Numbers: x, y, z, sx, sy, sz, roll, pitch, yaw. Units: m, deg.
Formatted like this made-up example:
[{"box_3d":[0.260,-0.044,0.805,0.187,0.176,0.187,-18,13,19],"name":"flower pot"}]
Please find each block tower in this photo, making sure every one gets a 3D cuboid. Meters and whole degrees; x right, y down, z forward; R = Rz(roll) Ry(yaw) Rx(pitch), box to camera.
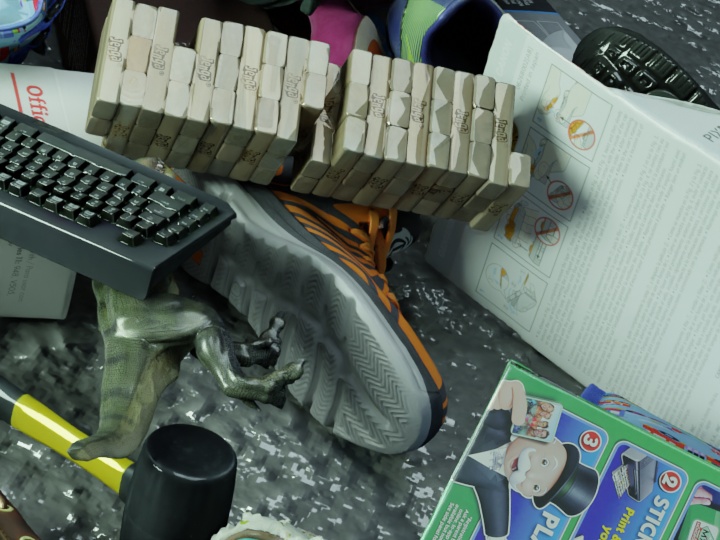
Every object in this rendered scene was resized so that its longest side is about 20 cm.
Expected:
[{"box_3d":[-0.023,-0.070,0.834,0.199,0.054,0.058,12,67,-14],"name":"block tower"}]

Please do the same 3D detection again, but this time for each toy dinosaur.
[{"box_3d":[-0.071,0.027,0.732,0.088,0.048,0.200,16,30,-14],"name":"toy dinosaur"}]

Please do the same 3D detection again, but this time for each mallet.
[{"box_3d":[-0.136,0.070,0.749,0.199,0.066,0.041,22,27,28],"name":"mallet"}]

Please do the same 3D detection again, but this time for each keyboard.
[{"box_3d":[-0.163,-0.037,0.743,0.199,0.021,0.127,22,36,19],"name":"keyboard"}]

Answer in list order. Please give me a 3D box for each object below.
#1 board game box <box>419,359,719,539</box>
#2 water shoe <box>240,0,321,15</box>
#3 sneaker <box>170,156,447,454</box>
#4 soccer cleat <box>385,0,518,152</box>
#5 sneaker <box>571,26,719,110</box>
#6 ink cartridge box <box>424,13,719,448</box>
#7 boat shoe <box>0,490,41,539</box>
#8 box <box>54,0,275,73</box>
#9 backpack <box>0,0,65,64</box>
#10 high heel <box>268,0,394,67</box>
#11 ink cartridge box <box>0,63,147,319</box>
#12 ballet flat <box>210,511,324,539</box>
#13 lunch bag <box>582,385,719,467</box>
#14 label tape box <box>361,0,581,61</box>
[{"box_3d":[0.066,0.151,0.627,0.134,0.201,0.029,27,-9,8],"name":"board game box"},{"box_3d":[-0.053,-0.180,0.942,0.071,0.079,0.200,31,2,-21],"name":"water shoe"},{"box_3d":[0.000,0.000,0.864,0.112,0.078,0.200,-14,48,-37],"name":"sneaker"},{"box_3d":[0.083,-0.063,0.928,0.200,0.065,0.084,52,-9,-19],"name":"soccer cleat"},{"box_3d":[0.188,-0.056,1.013,0.200,0.076,0.091,49,23,-10],"name":"sneaker"},{"box_3d":[0.134,-0.014,0.877,0.200,0.163,0.050,39,45,25],"name":"ink cartridge box"},{"box_3d":[-0.112,0.130,0.644,0.070,0.071,0.200,-24,54,-40],"name":"boat shoe"},{"box_3d":[-0.110,-0.135,0.986,0.100,0.075,0.201,-1,42,-19],"name":"box"},{"box_3d":[-0.234,-0.164,0.901,0.181,0.136,0.200,2,-5,-19],"name":"backpack"},{"box_3d":[-0.031,-0.113,0.960,0.096,0.068,0.200,-9,33,13],"name":"high heel"},{"box_3d":[-0.193,-0.040,0.828,0.199,0.068,0.117,3,40,-22],"name":"ink cartridge box"},{"box_3d":[0.025,0.158,0.684,0.200,0.076,0.064,39,5,15],"name":"ballet flat"},{"box_3d":[0.147,0.110,0.761,0.150,0.094,0.200,29,16,9],"name":"lunch bag"},{"box_3d":[0.036,-0.111,1.039,0.199,0.064,0.144,-3,41,-30],"name":"label tape box"}]
